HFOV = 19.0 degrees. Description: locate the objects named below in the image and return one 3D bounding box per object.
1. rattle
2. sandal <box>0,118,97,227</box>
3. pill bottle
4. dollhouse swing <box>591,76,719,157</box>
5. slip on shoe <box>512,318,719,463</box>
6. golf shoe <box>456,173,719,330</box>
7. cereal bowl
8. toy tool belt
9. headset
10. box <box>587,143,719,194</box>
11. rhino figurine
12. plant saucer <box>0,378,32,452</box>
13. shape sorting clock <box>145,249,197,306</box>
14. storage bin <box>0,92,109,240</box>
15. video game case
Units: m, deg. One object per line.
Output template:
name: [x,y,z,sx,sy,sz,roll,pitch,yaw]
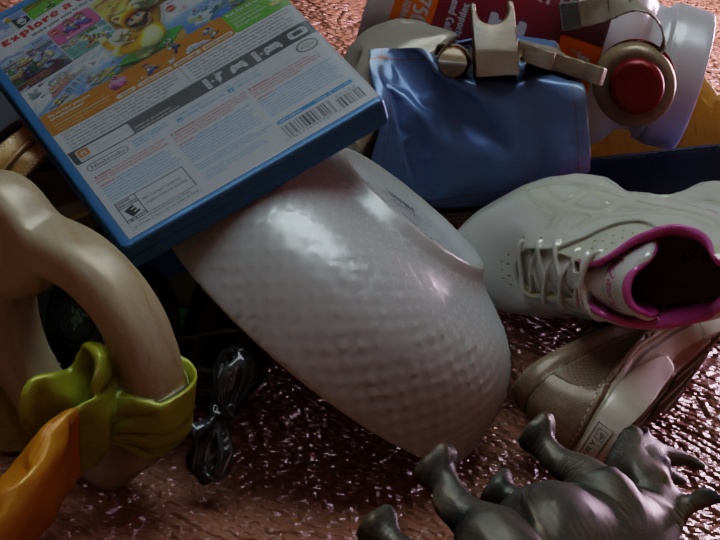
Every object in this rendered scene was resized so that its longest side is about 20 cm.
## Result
rattle: [-0.178,0.025,0.962,0.142,0.201,0.130,-36,-1,-23]
sandal: [-0.180,-0.047,1.089,0.198,0.054,0.080,-9,20,8]
pill bottle: [0.102,-0.141,1.271,0.198,0.114,0.113,17,20,0]
dollhouse swing: [0.215,-0.114,1.489,0.199,0.183,0.176,21,44,33]
slip on shoe: [0.142,0.047,1.138,0.060,0.076,0.200,37,35,13]
golf shoe: [0.122,-0.006,1.096,0.199,0.076,0.091,-4,14,30]
cereal bowl: [0.000,0.000,1.072,0.200,0.083,0.200,38,11,-9]
toy tool belt: [0.077,-0.085,1.164,0.198,0.126,0.123,-6,12,4]
headset: [-0.100,0.046,1.078,0.123,0.095,0.200,13,0,-27]
box: [0.183,-0.055,1.283,0.199,0.033,0.121,-6,-1,30]
rhino figurine: [0.095,0.112,0.967,0.199,0.060,0.087,-13,48,-46]
plant saucer: [-0.259,0.026,1.087,0.198,0.049,0.200,2,21,-15]
shape sorting clock: [-0.108,-0.022,1.281,0.198,0.040,0.200,-2,21,1]
storage bin: [-0.143,-0.078,1.219,0.134,0.146,0.200,-33,25,-2]
video game case: [-0.095,-0.096,1.062,0.142,0.018,0.200,-30,47,-12]
